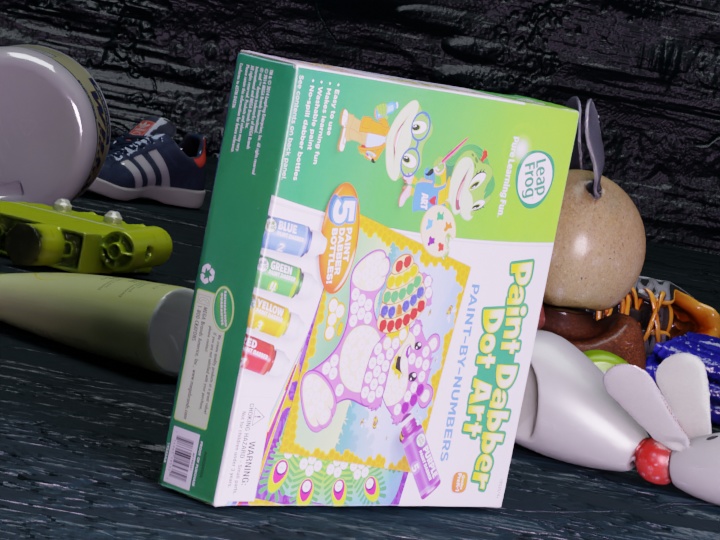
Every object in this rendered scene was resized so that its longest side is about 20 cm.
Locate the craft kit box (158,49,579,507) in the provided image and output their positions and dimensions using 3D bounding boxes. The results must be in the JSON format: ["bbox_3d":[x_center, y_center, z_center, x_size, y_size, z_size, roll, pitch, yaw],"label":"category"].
[{"bbox_3d":[0.007,0.010,1.295,0.048,0.201,0.197,16,8,41],"label":"craft kit box"}]

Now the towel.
[{"bbox_3d":[0.271,0.078,1.969,0.147,0.050,0.200,11,5,10],"label":"towel"}]

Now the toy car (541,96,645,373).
[{"bbox_3d":[0.113,-0.010,1.731,0.157,0.201,0.164,11,5,-6],"label":"toy car"}]

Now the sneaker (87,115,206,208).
[{"bbox_3d":[-0.229,-0.114,2.770,0.075,0.085,0.200,15,7,37],"label":"sneaker"}]

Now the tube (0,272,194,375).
[{"bbox_3d":[-0.171,0.021,1.642,0.199,0.052,0.058,10,-38,45],"label":"tube"}]

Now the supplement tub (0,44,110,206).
[{"bbox_3d":[-0.283,-0.114,2.315,0.144,0.146,0.200,11,5,-1],"label":"supplement tub"}]

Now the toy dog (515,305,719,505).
[{"bbox_3d":[0.143,0.065,1.561,0.199,0.097,0.132,12,5,8],"label":"toy dog"}]

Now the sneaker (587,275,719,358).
[{"bbox_3d":[0.193,0.031,2.080,0.077,0.079,0.199,2,-1,41],"label":"sneaker"}]

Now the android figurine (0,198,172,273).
[{"bbox_3d":[-0.229,-0.028,2.095,0.181,0.041,0.200,13,7,24],"label":"android figurine"}]
